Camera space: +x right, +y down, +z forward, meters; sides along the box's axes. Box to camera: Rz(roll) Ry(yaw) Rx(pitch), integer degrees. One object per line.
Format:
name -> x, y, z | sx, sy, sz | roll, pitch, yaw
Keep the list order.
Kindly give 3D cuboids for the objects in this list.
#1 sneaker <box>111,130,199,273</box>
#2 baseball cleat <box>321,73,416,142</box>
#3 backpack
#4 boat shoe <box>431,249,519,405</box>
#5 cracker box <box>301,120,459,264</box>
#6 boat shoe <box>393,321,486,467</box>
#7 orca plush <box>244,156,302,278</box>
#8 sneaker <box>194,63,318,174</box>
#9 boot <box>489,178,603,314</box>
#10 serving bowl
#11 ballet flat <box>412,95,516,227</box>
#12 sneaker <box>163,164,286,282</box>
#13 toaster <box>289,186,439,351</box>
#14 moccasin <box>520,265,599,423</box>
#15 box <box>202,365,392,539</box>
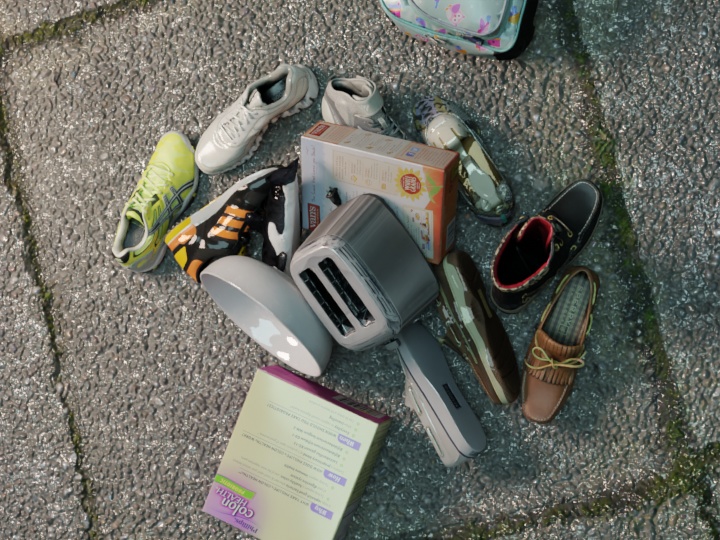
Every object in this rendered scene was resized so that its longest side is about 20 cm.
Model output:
sneaker -> -0.277, -0.093, 1.593 | 0.075, 0.076, 0.202 | 18, 91, 14
baseball cleat -> 0.027, -0.174, 1.510 | 0.199, 0.107, 0.070 | 37, 66, 11
backpack -> 0.120, -0.366, 1.469 | 0.198, 0.153, 0.178 | 17, 97, 19
boat shoe -> 0.138, 0.080, 1.503 | 0.074, 0.074, 0.204 | -25, 80, 30
cracker box -> 0.023, -0.100, 1.490 | 0.198, 0.058, 0.135 | 16, 126, 21
boat shoe -> 0.087, 0.157, 1.509 | 0.066, 0.072, 0.201 | -40, 75, 32
orca plush -> -0.118, -0.058, 1.511 | 0.070, 0.201, 0.106 | 9, 58, 6
sneaker -> -0.149, -0.207, 1.566 | 0.200, 0.081, 0.075 | -41, 82, 10
boot -> 0.226, -0.038, 1.434 | 0.073, 0.151, 0.200 | 42, 90, 13
serving bowl -> -0.109, 0.046, 1.501 | 0.199, 0.200, 0.066 | 35, 73, 12
ballet flat -> 0.133, -0.146, 1.505 | 0.072, 0.072, 0.201 | -36, 81, 9
sneaker -> -0.164, -0.062, 1.574 | 0.199, 0.070, 0.090 | -32, 88, 14
toaster -> 0.000, 0.000, 1.444 | 0.113, 0.129, 0.201 | -26, 104, 38
moccasin -> 0.250, 0.093, 1.465 | 0.073, 0.078, 0.203 | 25, 94, 12
box -> -0.080, 0.251, 1.526 | 0.175, 0.097, 0.202 | 22, 92, 12
